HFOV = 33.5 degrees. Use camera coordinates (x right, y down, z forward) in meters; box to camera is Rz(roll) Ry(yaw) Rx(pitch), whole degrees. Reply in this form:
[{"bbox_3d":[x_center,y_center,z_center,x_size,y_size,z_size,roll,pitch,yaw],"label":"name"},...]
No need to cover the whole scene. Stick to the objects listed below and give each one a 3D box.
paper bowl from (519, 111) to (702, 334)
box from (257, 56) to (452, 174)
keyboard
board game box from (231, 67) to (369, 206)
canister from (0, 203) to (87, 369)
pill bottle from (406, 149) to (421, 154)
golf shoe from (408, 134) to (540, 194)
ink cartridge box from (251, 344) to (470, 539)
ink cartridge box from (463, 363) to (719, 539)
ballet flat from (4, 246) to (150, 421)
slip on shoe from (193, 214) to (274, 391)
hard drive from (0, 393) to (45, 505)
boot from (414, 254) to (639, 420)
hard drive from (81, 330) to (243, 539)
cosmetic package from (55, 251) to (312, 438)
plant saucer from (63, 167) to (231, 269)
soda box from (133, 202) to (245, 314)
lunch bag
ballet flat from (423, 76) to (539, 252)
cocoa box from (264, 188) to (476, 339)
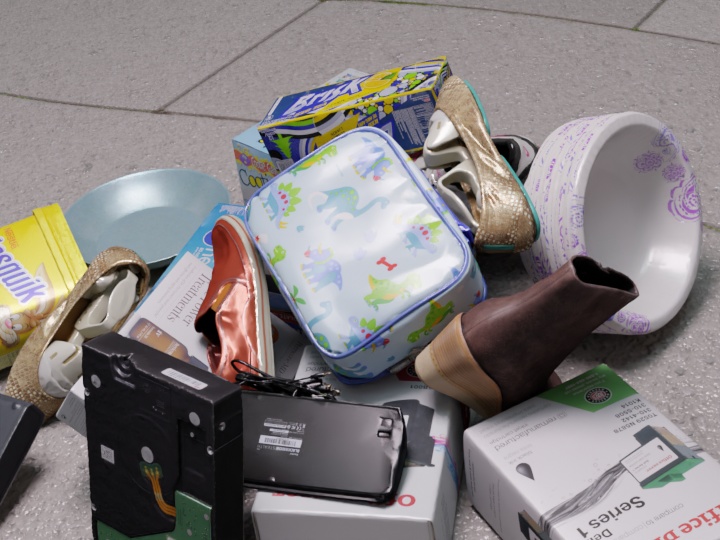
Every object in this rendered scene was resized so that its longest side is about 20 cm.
[{"bbox_3d":[0.224,-0.043,1.118,0.200,0.202,0.104,-36,22,-34],"label":"paper bowl"},{"bbox_3d":[0.000,-0.154,1.215,0.198,0.065,0.070,-9,33,26],"label":"box"},{"bbox_3d":[-0.055,0.129,0.944,0.198,0.040,0.105,5,61,19],"label":"keyboard"},{"bbox_3d":[-0.037,-0.138,1.386,0.104,0.104,0.200,24,46,36],"label":"board game box"},{"bbox_3d":[-0.374,0.032,1.210,0.198,0.087,0.149,-23,60,-16],"label":"canister"},{"bbox_3d":[0.117,-0.085,1.275,0.198,0.112,0.111,15,41,29],"label":"pill bottle"},{"bbox_3d":[0.081,-0.095,1.179,0.198,0.092,0.073,-15,76,22],"label":"golf shoe"},{"bbox_3d":[0.007,0.156,0.981,0.144,0.083,0.201,0,36,12],"label":"ink cartridge box"},{"bbox_3d":[0.191,0.179,0.910,0.145,0.085,0.200,-23,37,-19],"label":"ink cartridge box"},{"bbox_3d":[-0.265,0.061,1.134,0.065,0.070,0.201,3,60,50],"label":"ballet flat"},{"bbox_3d":[-0.116,0.034,1.048,0.061,0.074,0.202,1,55,-16],"label":"slip on shoe"},{"bbox_3d":[-0.392,0.161,1.058,0.198,0.033,0.141,12,64,25],"label":"hard drive"},{"bbox_3d":[0.157,0.062,0.965,0.166,0.199,0.073,-33,58,28],"label":"boot"},{"bbox_3d":[-0.149,0.159,0.908,0.139,0.202,0.038,17,27,33],"label":"hard drive"},{"bbox_3d":[-0.149,0.096,1.060,0.150,0.052,0.200,37,44,-4],"label":"cosmetic package"},{"bbox_3d":[-0.241,-0.049,1.361,0.199,0.039,0.202,-6,35,4],"label":"plant saucer"},{"bbox_3d":[-0.154,0.014,1.228,0.064,0.068,0.201,8,38,19],"label":"soda box"},{"bbox_3d":[0.006,-0.016,1.014,0.160,0.083,0.201,-34,56,1],"label":"lunch bag"},{"bbox_3d":[0.093,-0.096,1.063,0.065,0.071,0.201,-14,51,-11],"label":"ballet flat"},{"bbox_3d":[0.000,0.000,1.159,0.198,0.132,0.134,10,41,24],"label":"cocoa box"}]
